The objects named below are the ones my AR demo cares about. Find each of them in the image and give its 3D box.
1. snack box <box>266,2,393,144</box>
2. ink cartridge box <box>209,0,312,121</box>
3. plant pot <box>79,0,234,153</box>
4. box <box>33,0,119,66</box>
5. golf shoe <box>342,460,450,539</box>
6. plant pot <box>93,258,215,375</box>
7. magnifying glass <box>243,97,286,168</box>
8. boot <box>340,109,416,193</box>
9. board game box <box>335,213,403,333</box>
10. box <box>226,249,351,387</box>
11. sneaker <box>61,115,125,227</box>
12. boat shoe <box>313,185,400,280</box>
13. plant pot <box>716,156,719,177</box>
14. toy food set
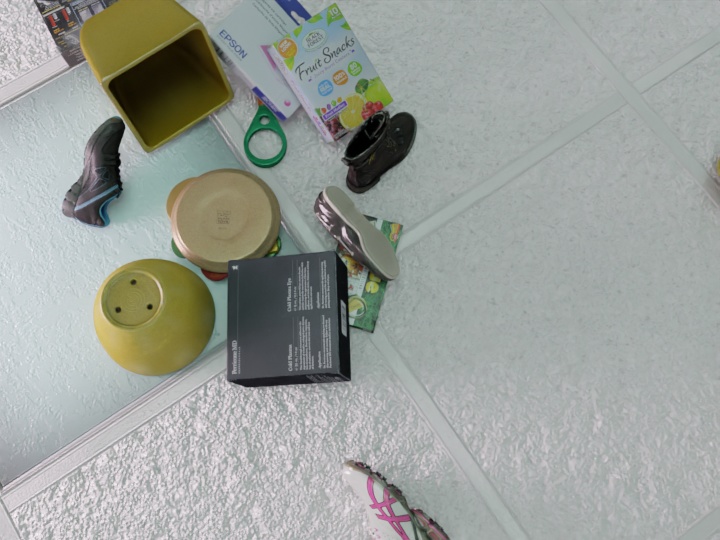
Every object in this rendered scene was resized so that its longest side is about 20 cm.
[{"bbox_3d":[-0.053,-0.350,1.249,0.142,0.053,0.200,-37,107,-13],"label":"snack box"},{"bbox_3d":[-0.146,-0.411,1.264,0.196,0.043,0.200,43,72,-20],"label":"ink cartridge box"},{"bbox_3d":[-0.380,-0.374,1.233,0.195,0.194,0.200,-36,65,-10],"label":"plant pot"},{"bbox_3d":[-0.506,-0.505,1.333,0.200,0.050,0.158,-29,77,-8],"label":"box"},{"bbox_3d":[0.040,0.381,1.079,0.200,0.073,0.092,41,79,10],"label":"golf shoe"},{"bbox_3d":[-0.349,0.061,1.128,0.200,0.142,0.201,0,73,-1],"label":"plant pot"},{"bbox_3d":[-0.178,-0.285,1.293,0.079,0.022,0.200,-3,76,-2],"label":"magnifying glass"},{"bbox_3d":[0.038,-0.227,1.198,0.069,0.174,0.200,35,77,9],"label":"boot"},{"bbox_3d":[0.000,0.000,1.213,0.105,0.023,0.200,15,75,1],"label":"board game box"},{"bbox_3d":[-0.115,0.081,1.131,0.182,0.104,0.200,-4,74,9],"label":"box"},{"bbox_3d":[-0.445,-0.171,1.214,0.082,0.073,0.200,26,104,-3],"label":"sneaker"},{"bbox_3d":[-0.008,-0.057,1.197,0.067,0.057,0.200,-28,77,-45],"label":"boat shoe"},{"bbox_3d":[0.748,-0.174,1.195,0.142,0.200,0.200,44,77,-16],"label":"plant pot"},{"bbox_3d":[-0.238,-0.084,1.220,0.200,0.049,0.198,-13,75,-5],"label":"toy food set"}]
